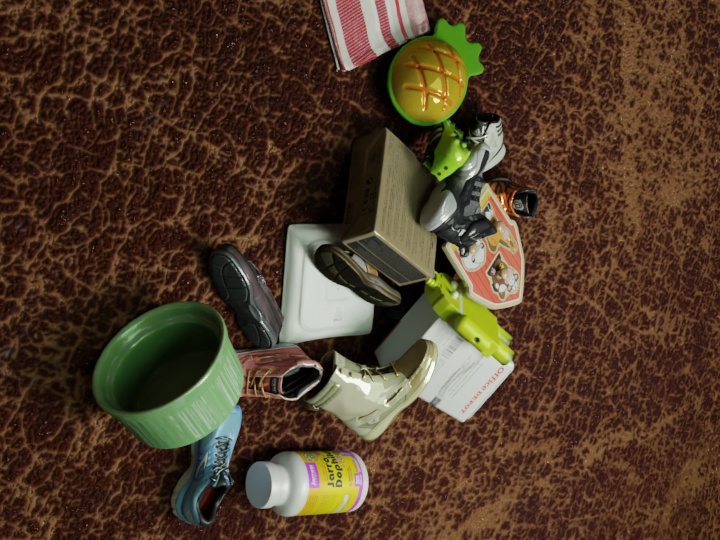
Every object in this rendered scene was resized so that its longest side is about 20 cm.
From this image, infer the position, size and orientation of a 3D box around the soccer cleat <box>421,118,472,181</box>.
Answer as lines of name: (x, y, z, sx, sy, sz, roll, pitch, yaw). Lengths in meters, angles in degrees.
soccer cleat: (0.134, -0.208, 1.552, 0.067, 0.200, 0.081, 42, 106, -16)

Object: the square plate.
square plate: (-0.042, 0.021, 1.544, 0.199, 0.028, 0.200, -4, 104, -39)

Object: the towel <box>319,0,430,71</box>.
towel: (0.026, -0.418, 1.482, 0.199, 0.023, 0.145, -32, 120, -30)

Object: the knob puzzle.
knob puzzle: (0.236, -0.022, 1.610, 0.219, 0.030, 0.222, 11, 74, -44)

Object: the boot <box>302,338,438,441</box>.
boot: (0.017, 0.166, 1.497, 0.154, 0.072, 0.200, 36, 99, -28)

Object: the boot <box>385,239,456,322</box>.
boot: (0.141, 0.036, 1.676, 0.197, 0.073, 0.164, 25, 87, -37)

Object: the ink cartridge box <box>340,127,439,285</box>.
ink cartridge box: (0.053, -0.101, 1.508, 0.165, 0.075, 0.202, 37, 49, -41)

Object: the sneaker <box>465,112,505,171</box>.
sneaker: (0.186, -0.205, 1.627, 0.201, 0.075, 0.116, -50, 148, -30)

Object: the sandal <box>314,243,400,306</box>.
sandal: (0.000, 0.000, 1.507, 0.199, 0.081, 0.055, 32, 65, -39)

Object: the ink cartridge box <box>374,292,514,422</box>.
ink cartridge box: (0.147, 0.155, 1.625, 0.199, 0.084, 0.145, 33, 105, -31)

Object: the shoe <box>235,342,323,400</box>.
shoe: (-0.158, 0.164, 1.437, 0.199, 0.091, 0.072, -12, 111, -32)

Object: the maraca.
maraca: (0.124, -0.326, 1.532, 0.137, 0.107, 0.200, 48, 69, -16)

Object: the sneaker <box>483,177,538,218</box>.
sneaker: (0.248, -0.130, 1.693, 0.199, 0.112, 0.078, -17, 113, -36)

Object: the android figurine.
android figurine: (0.181, 0.072, 1.575, 0.200, 0.182, 0.041, 43, 109, -9)

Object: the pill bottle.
pill bottle: (-0.089, 0.353, 1.546, 0.199, 0.104, 0.105, 8, 97, -42)

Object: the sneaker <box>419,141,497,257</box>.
sneaker: (0.180, -0.113, 1.527, 0.114, 0.075, 0.201, 44, 59, -18)

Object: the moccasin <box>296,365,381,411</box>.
moccasin: (-0.022, 0.204, 1.590, 0.200, 0.077, 0.074, -11, 94, -34)

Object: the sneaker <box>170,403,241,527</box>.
sneaker: (-0.218, 0.300, 1.430, 0.078, 0.090, 0.202, 17, 90, -42)

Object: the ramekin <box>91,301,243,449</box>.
ramekin: (-0.259, 0.148, 1.287, 0.200, 0.199, 0.098, -44, 134, -22)

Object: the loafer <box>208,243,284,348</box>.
loafer: (-0.171, 0.031, 1.421, 0.063, 0.071, 0.201, -57, 140, -38)
